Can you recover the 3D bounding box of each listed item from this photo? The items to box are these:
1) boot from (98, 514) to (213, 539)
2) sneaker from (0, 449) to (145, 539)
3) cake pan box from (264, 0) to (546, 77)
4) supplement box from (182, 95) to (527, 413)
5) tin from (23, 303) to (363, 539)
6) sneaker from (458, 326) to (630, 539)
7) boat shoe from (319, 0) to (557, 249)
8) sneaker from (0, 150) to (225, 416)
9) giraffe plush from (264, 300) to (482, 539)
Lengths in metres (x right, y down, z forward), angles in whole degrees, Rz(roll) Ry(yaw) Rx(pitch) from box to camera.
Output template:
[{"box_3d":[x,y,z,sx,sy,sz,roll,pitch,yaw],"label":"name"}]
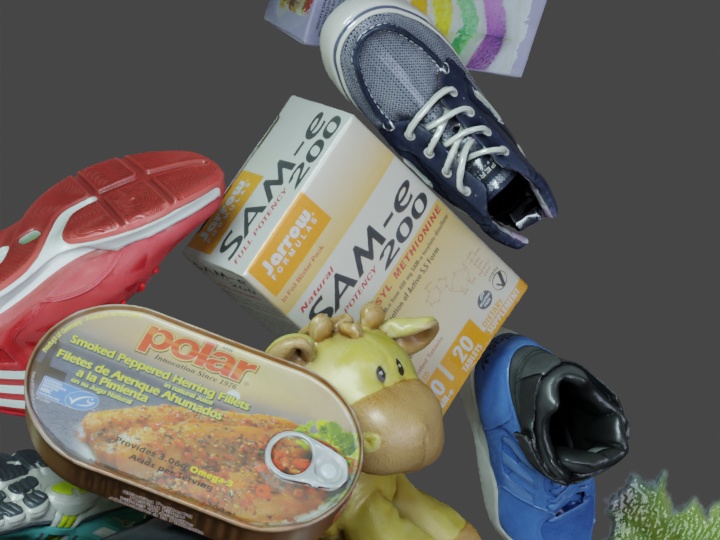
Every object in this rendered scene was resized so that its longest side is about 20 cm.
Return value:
[{"box_3d":[-0.156,0.184,1.584,0.154,0.202,0.074,-35,115,-64],"label":"boot"},{"box_3d":[-0.205,0.155,1.632,0.199,0.077,0.080,-3,118,-35],"label":"sneaker"},{"box_3d":[0.051,-0.229,1.706,0.183,0.052,0.201,6,109,-40],"label":"cake pan box"},{"box_3d":[0.000,0.000,1.736,0.200,0.073,0.126,42,77,-37],"label":"supplement box"},{"box_3d":[-0.096,0.090,1.559,0.042,0.199,0.112,104,8,-60],"label":"tin"},{"box_3d":[0.137,0.135,1.856,0.077,0.111,0.201,-32,121,-25],"label":"sneaker"},{"box_3d":[0.055,-0.091,1.691,0.075,0.093,0.200,-45,136,3],"label":"boat shoe"},{"box_3d":[-0.162,0.014,1.631,0.199,0.078,0.116,-26,127,-15],"label":"sneaker"},{"box_3d":[-0.006,0.106,1.665,0.173,0.199,0.163,-44,160,-60],"label":"giraffe plush"}]
